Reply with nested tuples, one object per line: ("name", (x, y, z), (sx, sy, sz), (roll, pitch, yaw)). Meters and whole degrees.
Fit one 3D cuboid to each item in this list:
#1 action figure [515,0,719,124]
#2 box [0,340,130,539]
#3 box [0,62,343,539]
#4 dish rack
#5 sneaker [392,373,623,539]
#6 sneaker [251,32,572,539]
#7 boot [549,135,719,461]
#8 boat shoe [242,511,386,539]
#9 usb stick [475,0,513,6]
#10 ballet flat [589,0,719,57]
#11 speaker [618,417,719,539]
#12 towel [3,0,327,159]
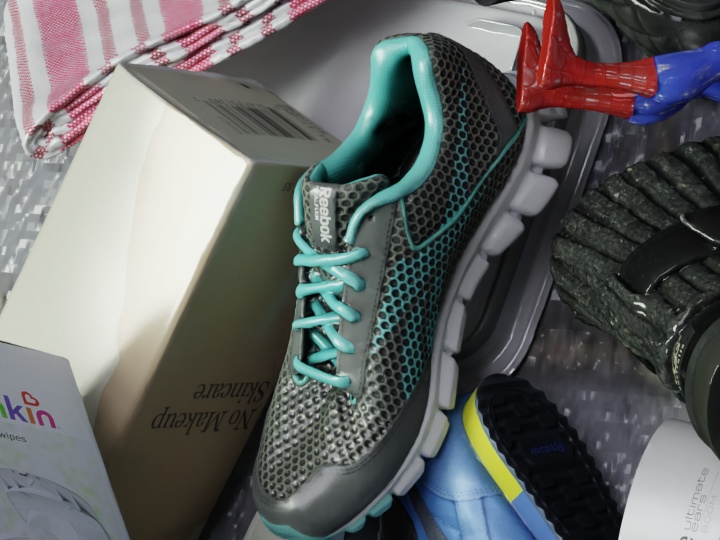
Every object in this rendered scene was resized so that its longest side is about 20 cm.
("action figure", (0.163, -0.096, 1.033), (0.198, 0.065, 0.100), (8, 81, -8))
("box", (-0.166, 0.149, 1.000), (0.200, 0.096, 0.177), (-51, 44, 28))
("box", (-0.084, 0.027, 1.092), (0.078, 0.095, 0.201), (35, 109, 28))
("dish rack", (-0.006, -0.050, 1.146), (0.199, 0.044, 0.173), (14, 79, 30))
("sneaker", (0.072, 0.138, 1.036), (0.078, 0.066, 0.201), (-44, 61, 30))
("sneaker", (0.000, 0.000, 1.038), (0.077, 0.091, 0.201), (12, 73, 42))
("boot", (0.186, 0.007, 1.011), (0.158, 0.209, 0.080), (-126, 37, -66))
("boat shoe", (-0.021, 0.167, 1.065), (0.072, 0.060, 0.203), (-14, 59, 59))
("usb stick", (0.131, -0.130, 1.054), (0.199, 0.055, 0.033), (-11, 97, -14))
("ballet flat", (0.083, -0.140, 1.132), (0.066, 0.057, 0.200), (-23, 51, -23))
("speaker", (0.189, 0.110, 0.962), (0.199, 0.081, 0.082), (13, 78, 22))
("towel", (-0.061, -0.129, 1.153), (0.199, 0.030, 0.147), (-30, 27, 4))
